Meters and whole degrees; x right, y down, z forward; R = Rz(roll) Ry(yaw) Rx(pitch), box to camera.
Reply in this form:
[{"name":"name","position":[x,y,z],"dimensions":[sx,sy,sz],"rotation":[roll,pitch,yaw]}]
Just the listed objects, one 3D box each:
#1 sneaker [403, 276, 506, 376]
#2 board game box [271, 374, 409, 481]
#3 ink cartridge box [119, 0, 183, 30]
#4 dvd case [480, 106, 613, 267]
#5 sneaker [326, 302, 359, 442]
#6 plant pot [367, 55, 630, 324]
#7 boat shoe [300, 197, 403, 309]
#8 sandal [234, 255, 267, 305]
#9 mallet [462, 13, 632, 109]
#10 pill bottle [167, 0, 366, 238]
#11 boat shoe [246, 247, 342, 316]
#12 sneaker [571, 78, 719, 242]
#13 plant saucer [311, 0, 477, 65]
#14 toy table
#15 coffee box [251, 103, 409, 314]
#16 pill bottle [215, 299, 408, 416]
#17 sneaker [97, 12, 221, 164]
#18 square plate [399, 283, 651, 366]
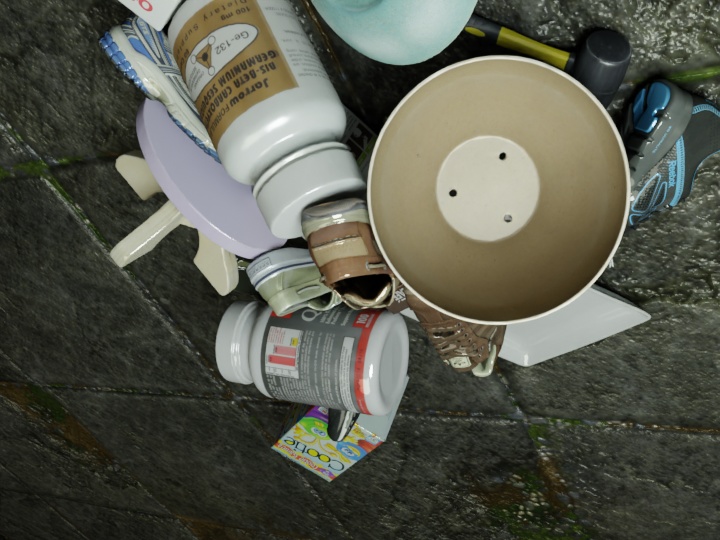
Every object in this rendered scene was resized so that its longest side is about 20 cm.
[{"name":"sneaker","position":[0.098,0.055,0.849],"dimensions":[0.070,0.077,0.200],"rotation":[-6,167,26]},{"name":"board game box","position":[-0.032,0.199,1.252],"dimensions":[0.102,0.106,0.200],"rotation":[30,144,-7]},{"name":"ink cartridge box","position":[-0.163,-0.307,0.702],"dimensions":[0.145,0.088,0.199],"rotation":[37,146,-16]},{"name":"dvd case","position":[0.159,-0.081,0.851],"dimensions":[0.144,0.022,0.201],"rotation":[5,141,26]},{"name":"sneaker","position":[-0.026,0.107,1.103],"dimensions":[0.086,0.076,0.203],"rotation":[17,105,9]},{"name":"plant pot","position":[0.109,-0.066,0.746],"dimensions":[0.198,0.202,0.134],"rotation":[23,-172,3]},{"name":"boat shoe","position":[0.000,0.000,0.779],"dimensions":[0.075,0.073,0.200],"rotation":[-16,164,15]},{"name":"sandal","position":[-0.101,0.010,1.095],"dimensions":[0.200,0.080,0.057],"rotation":[35,-174,-25]},{"name":"mallet","position":[0.119,-0.182,0.739],"dimensions":[0.198,0.041,0.066],"rotation":[20,147,16]},{"name":"pill bottle","position":[-0.076,-0.135,0.761],"dimensions":[0.202,0.113,0.114],"rotation":[64,147,15]},{"name":"boat shoe","position":[-0.047,0.013,0.964],"dimensions":[0.072,0.199,0.063],"rotation":[-31,77,30]},{"name":"sneaker","position":[0.234,-0.062,0.765],"dimensions":[0.081,0.074,0.201],"rotation":[16,136,-13]},{"name":"plant saucer","position":[0.001,-0.244,0.648],"dimensions":[0.200,0.038,0.203],"rotation":[29,133,36]},{"name":"toy table","position":[-0.172,-0.077,0.942],"dimensions":[0.117,0.183,0.201],"rotation":[-39,78,42]},{"name":"coffee box","position":[0.006,-0.059,0.905],"dimensions":[0.199,0.080,0.114],"rotation":[40,149,-13]},{"name":"pill bottle","position":[-0.054,0.091,1.010],"dimensions":[0.197,0.117,0.117],"rotation":[6,141,21]},{"name":"sneaker","position":[-0.150,-0.172,0.857],"dimensions":[0.200,0.085,0.077],"rotation":[44,177,-11]},{"name":"square plate","position":[0.166,0.036,0.957],"dimensions":[0.196,0.029,0.200],"rotation":[24,148,-23]}]
